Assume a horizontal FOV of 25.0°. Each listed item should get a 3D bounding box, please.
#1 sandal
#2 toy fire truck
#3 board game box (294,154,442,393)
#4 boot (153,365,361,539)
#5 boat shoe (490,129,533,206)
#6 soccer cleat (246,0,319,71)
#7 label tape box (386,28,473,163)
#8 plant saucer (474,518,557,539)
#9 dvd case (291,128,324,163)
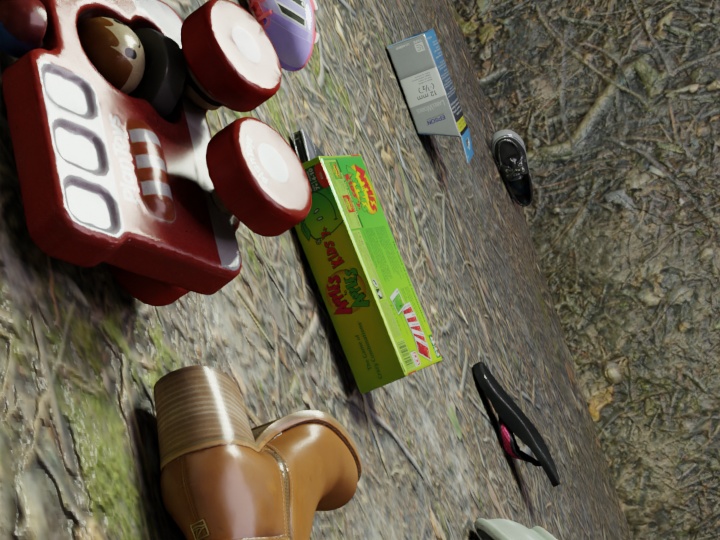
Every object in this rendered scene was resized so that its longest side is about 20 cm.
[{"bbox_3d":[0.197,0.207,2.134,0.200,0.045,0.075,52,10,-15],"label":"sandal"},{"bbox_3d":[-0.128,-0.082,0.892,0.168,0.112,0.201,22,45,-51],"label":"toy fire truck"},{"bbox_3d":[0.000,0.000,1.423,0.201,0.047,0.102,68,21,3],"label":"board game box"},{"bbox_3d":[-0.044,0.152,0.921,0.200,0.076,0.156,47,24,-58],"label":"boot"},{"bbox_3d":[0.323,-0.210,3.412,0.201,0.069,0.067,70,6,-47],"label":"boat shoe"},{"bbox_3d":[-0.094,-0.281,1.518,0.076,0.067,0.201,0,74,-45],"label":"soccer cleat"},{"bbox_3d":[0.108,-0.254,2.424,0.143,0.066,0.201,-53,125,-77],"label":"label tape box"},{"bbox_3d":[0.202,0.320,1.683,0.200,0.050,0.200,46,-8,9],"label":"plant saucer"},{"bbox_3d":[-0.014,-0.018,1.533,0.149,0.016,0.201,48,26,-64],"label":"dvd case"}]
